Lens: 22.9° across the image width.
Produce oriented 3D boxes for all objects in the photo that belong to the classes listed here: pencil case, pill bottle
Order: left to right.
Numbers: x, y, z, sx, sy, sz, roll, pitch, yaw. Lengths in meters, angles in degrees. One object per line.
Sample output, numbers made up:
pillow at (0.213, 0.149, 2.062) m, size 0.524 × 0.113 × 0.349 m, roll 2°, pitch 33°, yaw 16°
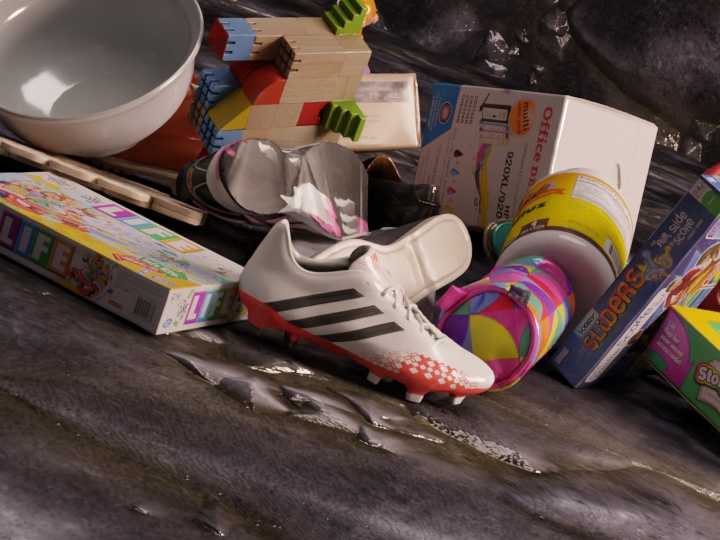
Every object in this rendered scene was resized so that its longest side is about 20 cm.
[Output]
pencil case at (0.117, 0.036, 1.405) m, size 0.088 × 0.089 × 0.200 m, roll 23°, pitch 10°, yaw 12°
pill bottle at (0.184, -0.020, 1.588) m, size 0.108 × 0.110 × 0.200 m, roll 21°, pitch 28°, yaw 5°

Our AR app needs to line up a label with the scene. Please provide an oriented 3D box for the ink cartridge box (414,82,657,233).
ink cartridge box at (0.176, -0.104, 1.837) m, size 0.144 × 0.149 × 0.199 m, roll 11°, pitch 1°, yaw -40°

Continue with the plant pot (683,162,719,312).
plant pot at (0.423, -0.014, 1.835) m, size 0.182 × 0.202 × 0.200 m, roll 25°, pitch 13°, yaw 36°

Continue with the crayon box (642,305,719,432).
crayon box at (0.355, 0.114, 1.453) m, size 0.171 × 0.059 × 0.200 m, roll 8°, pitch 28°, yaw -40°

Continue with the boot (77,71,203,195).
boot at (-0.188, -0.132, 1.569) m, size 0.198 × 0.108 × 0.075 m, roll 16°, pitch 10°, yaw -13°

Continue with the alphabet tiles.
alphabet tiles at (-0.221, -0.076, 1.444) m, size 0.198 × 0.015 × 0.196 m, roll 20°, pitch 2°, yaw -2°

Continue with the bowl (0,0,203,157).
bowl at (-0.223, -0.159, 1.482) m, size 0.199 × 0.091 × 0.202 m, roll -3°, pitch 46°, yaw 3°

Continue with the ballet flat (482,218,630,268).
ballet flat at (0.186, 0.002, 1.721) m, size 0.198 × 0.071 × 0.071 m, roll 15°, pitch 14°, yaw -29°

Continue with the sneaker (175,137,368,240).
sneaker at (-0.073, -0.071, 1.475) m, size 0.086 × 0.081 × 0.199 m, roll -3°, pitch -13°, yaw 38°

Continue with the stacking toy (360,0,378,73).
stacking toy at (-0.030, -0.196, 1.869) m, size 0.115 × 0.202 × 0.110 m, roll 15°, pitch 14°, yaw -20°

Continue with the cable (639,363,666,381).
cable at (0.293, 0.073, 1.636) m, size 0.162 × 0.051 × 0.200 m, roll 22°, pitch 14°, yaw -31°

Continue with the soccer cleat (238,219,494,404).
soccer cleat at (0.011, 0.030, 1.254) m, size 0.198 × 0.086 × 0.069 m, roll 22°, pitch 12°, yaw -10°

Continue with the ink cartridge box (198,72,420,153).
ink cartridge box at (-0.060, -0.147, 1.704) m, size 0.163 × 0.076 × 0.200 m, roll -4°, pitch 3°, yaw -27°

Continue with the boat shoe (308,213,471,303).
boat shoe at (0.003, 0.006, 1.379) m, size 0.062 × 0.073 × 0.199 m, roll -10°, pitch 9°, yaw 46°

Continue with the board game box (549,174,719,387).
board game box at (0.253, 0.009, 1.469) m, size 0.034 × 0.201 × 0.135 m, roll 46°, pitch 22°, yaw 22°

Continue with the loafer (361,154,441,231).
loafer at (0.015, -0.079, 1.748) m, size 0.072 × 0.073 × 0.199 m, roll 6°, pitch 18°, yaw -43°

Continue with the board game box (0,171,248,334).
board game box at (-0.185, -0.016, 1.266) m, size 0.199 × 0.035 × 0.134 m, roll 26°, pitch 13°, yaw 21°

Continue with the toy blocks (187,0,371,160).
toy blocks at (-0.080, -0.136, 1.499) m, size 0.136 × 0.201 × 0.100 m, roll -6°, pitch 44°, yaw -32°

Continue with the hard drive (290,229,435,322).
hard drive at (0.000, 0.000, 1.506) m, size 0.131 × 0.026 × 0.200 m, roll 20°, pitch 13°, yaw -1°
